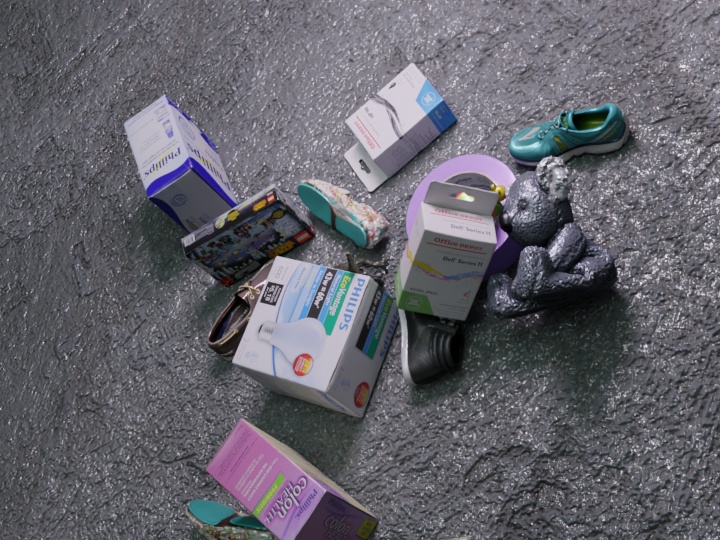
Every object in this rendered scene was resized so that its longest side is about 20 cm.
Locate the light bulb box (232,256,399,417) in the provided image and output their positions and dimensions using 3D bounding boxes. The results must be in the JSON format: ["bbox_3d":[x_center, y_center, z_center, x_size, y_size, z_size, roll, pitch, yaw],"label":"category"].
[{"bbox_3d":[-0.068,0.105,1.742,0.197,0.125,0.201,11,72,34],"label":"light bulb box"}]

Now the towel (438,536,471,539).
[{"bbox_3d":[0.100,0.478,1.511,0.146,0.036,0.204,-11,61,24],"label":"towel"}]

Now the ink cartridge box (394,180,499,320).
[{"bbox_3d":[0.130,-0.027,1.600,0.115,0.202,0.068,9,40,-9],"label":"ink cartridge box"}]

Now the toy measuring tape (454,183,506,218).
[{"bbox_3d":[0.144,-0.066,1.660,0.199,0.074,0.074,-40,53,6],"label":"toy measuring tape"}]

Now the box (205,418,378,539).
[{"bbox_3d":[-0.101,0.336,1.611,0.199,0.176,0.097,31,82,36],"label":"box"}]

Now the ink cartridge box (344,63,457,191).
[{"bbox_3d":[0.054,-0.249,1.886,0.199,0.068,0.117,-40,53,7],"label":"ink cartridge box"}]

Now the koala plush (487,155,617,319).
[{"bbox_3d":[0.270,-0.053,1.576,0.180,0.177,0.204,-9,76,-16],"label":"koala plush"}]

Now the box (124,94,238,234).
[{"bbox_3d":[-0.329,-0.187,2.004,0.104,0.184,0.202,-31,55,9],"label":"box"}]

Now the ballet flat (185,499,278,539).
[{"bbox_3d":[-0.201,0.415,1.701,0.197,0.075,0.065,6,102,37],"label":"ballet flat"}]

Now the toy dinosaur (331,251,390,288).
[{"bbox_3d":[0.000,0.000,1.759,0.086,0.200,0.049,6,80,-9],"label":"toy dinosaur"}]

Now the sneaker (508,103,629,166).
[{"bbox_3d":[0.325,-0.224,1.711,0.197,0.080,0.079,-13,60,25],"label":"sneaker"}]

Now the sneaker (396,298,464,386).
[{"bbox_3d":[0.113,0.076,1.691,0.097,0.071,0.204,-12,66,21],"label":"sneaker"}]

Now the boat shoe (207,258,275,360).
[{"bbox_3d":[-0.194,0.060,1.877,0.071,0.059,0.201,32,84,38],"label":"boat shoe"}]

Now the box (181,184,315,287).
[{"bbox_3d":[-0.195,-0.057,1.889,0.198,0.137,0.040,-29,54,14],"label":"box"}]

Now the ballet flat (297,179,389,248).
[{"bbox_3d":[-0.027,-0.103,1.861,0.063,0.077,0.199,-29,50,-30],"label":"ballet flat"}]

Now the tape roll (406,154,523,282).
[{"bbox_3d":[0.174,-0.083,1.735,0.197,0.066,0.204,-13,61,25],"label":"tape roll"}]
